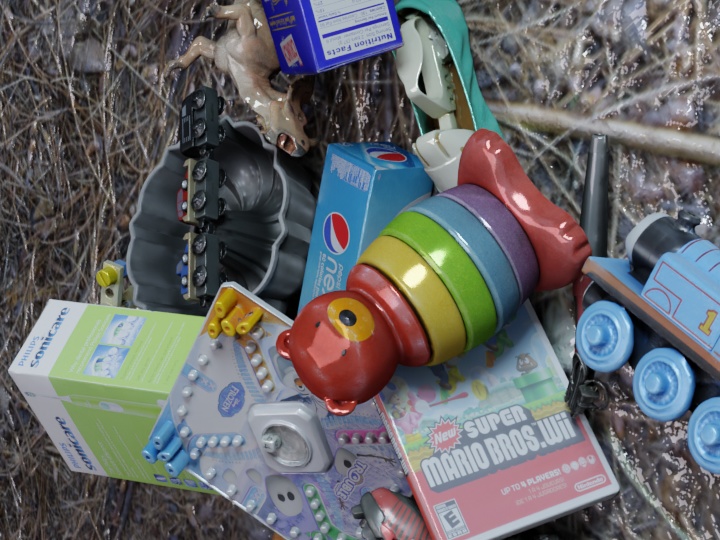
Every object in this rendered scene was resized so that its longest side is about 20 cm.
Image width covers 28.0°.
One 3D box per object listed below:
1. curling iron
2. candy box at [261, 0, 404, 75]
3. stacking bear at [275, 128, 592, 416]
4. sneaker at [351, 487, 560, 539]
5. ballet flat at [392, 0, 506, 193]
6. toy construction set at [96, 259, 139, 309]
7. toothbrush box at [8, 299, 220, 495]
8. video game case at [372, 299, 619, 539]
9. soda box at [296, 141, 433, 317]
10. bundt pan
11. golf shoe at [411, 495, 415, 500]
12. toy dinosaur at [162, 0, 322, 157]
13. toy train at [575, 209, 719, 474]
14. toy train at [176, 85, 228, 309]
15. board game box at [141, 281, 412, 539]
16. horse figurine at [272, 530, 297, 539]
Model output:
[{"bbox_3d":[0.163,0.006,1.001,0.050,0.025,0.201,-141,53,-77],"label":"curling iron"},{"bbox_3d":[-0.042,-0.253,1.089,0.169,0.077,0.201,-149,43,-75],"label":"candy box"},{"bbox_3d":[0.039,0.016,0.982,0.122,0.200,0.114,50,160,15],"label":"stacking bear"},{"bbox_3d":[0.089,0.210,1.035,0.200,0.071,0.098,38,93,-1],"label":"sneaker"},{"bbox_3d":[0.062,-0.115,1.079,0.067,0.070,0.201,-27,75,44],"label":"ballet flat"},{"bbox_3d":[-0.236,0.088,1.456,0.131,0.092,0.200,43,138,9],"label":"toy construction set"},{"bbox_3d":[-0.174,0.110,1.230,0.199,0.086,0.146,4,139,22],"label":"toothbrush box"},{"bbox_3d":[0.081,0.090,1.027,0.201,0.142,0.017,66,157,21],"label":"video game case"},{"bbox_3d":[0.000,0.000,1.172,0.064,0.068,0.201,32,119,43],"label":"soda box"},{"bbox_3d":[-0.114,-0.028,1.273,0.201,0.076,0.203,-15,67,37],"label":"bundt pan"},{"bbox_3d":[0.039,0.218,1.152,0.200,0.078,0.097,58,140,30],"label":"golf shoe"},{"bbox_3d":[-0.076,-0.199,1.220,0.086,0.135,0.201,-7,63,65],"label":"toy dinosaur"},{"bbox_3d":[0.221,0.043,0.899,0.200,0.086,0.115,45,118,41],"label":"toy train"},{"bbox_3d":[-0.138,-0.061,1.231,0.046,0.034,0.201,-20,64,40],"label":"toy train"},{"bbox_3d":[-0.056,0.132,1.089,0.199,0.026,0.200,34,130,4],"label":"board game box"},{"bbox_3d":[-0.029,0.255,1.202,0.201,0.050,0.133,60,175,3],"label":"horse figurine"}]
